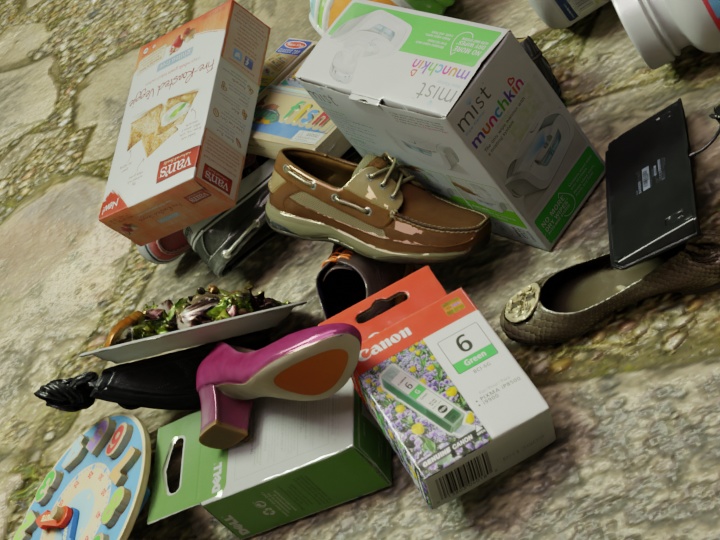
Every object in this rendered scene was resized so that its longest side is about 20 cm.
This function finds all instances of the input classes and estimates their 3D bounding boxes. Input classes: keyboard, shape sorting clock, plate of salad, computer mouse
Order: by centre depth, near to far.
[{"bbox_3d":[0.245,-0.077,1.402,0.127,0.021,0.200,-31,24,23],"label":"keyboard"},{"bbox_3d":[-0.240,0.209,1.530,0.200,0.039,0.201,-40,35,36],"label":"shape sorting clock"},{"bbox_3d":[-0.144,0.041,1.553,0.199,0.200,0.048,-14,88,31],"label":"plate of salad"},{"bbox_3d":[-0.171,0.099,1.570,0.199,0.053,0.138,-13,-2,0],"label":"computer mouse"}]

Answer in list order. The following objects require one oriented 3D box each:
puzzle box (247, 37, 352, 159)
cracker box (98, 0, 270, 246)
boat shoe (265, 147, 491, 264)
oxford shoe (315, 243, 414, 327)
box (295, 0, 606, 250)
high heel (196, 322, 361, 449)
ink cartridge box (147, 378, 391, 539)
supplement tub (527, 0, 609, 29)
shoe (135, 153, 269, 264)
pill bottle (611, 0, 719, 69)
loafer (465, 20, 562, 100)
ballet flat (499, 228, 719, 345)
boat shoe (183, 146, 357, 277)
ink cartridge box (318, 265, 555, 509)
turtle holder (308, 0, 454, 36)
[{"bbox_3d":[-0.048,-0.155,1.664,0.133,0.025,0.199,-46,32,-21],"label":"puzzle box"},{"bbox_3d":[-0.160,-0.135,1.671,0.133,0.058,0.201,-20,50,40],"label":"cracker box"},{"bbox_3d":[0.010,-0.057,1.506,0.199,0.074,0.076,11,26,21],"label":"boat shoe"},{"bbox_3d":[0.000,0.000,1.537,0.071,0.073,0.201,-27,41,19],"label":"oxford shoe"},{"bbox_3d":[0.072,-0.122,1.507,0.199,0.177,0.097,21,69,50],"label":"box"},{"bbox_3d":[-0.063,0.062,1.418,0.200,0.067,0.096,-41,37,46],"label":"high heel"},{"bbox_3d":[-0.072,0.148,1.471,0.199,0.059,0.104,-23,42,23],"label":"ink cartridge box"},{"bbox_3d":[0.217,-0.319,1.593,0.199,0.145,0.145,-31,39,13],"label":"supplement tub"},{"bbox_3d":[-0.128,-0.085,1.728,0.091,0.072,0.200,12,58,52],"label":"shoe"},{"bbox_3d":[0.306,-0.245,1.476,0.199,0.109,0.109,-28,40,18],"label":"pill bottle"},{"bbox_3d":[0.096,-0.190,1.621,0.073,0.073,0.199,-36,35,-31],"label":"loafer"},{"bbox_3d":[0.191,0.007,1.387,0.199,0.046,0.068,-17,46,28],"label":"ballet flat"},{"bbox_3d":[-0.065,-0.068,1.672,0.200,0.071,0.064,-37,70,-7],"label":"boat shoe"},{"bbox_3d":[0.051,0.073,1.388,0.108,0.050,0.200,-28,53,-8],"label":"ink cartridge box"},{"bbox_3d":[0.008,-0.282,1.746,0.132,0.141,0.186,-51,45,16],"label":"turtle holder"}]
